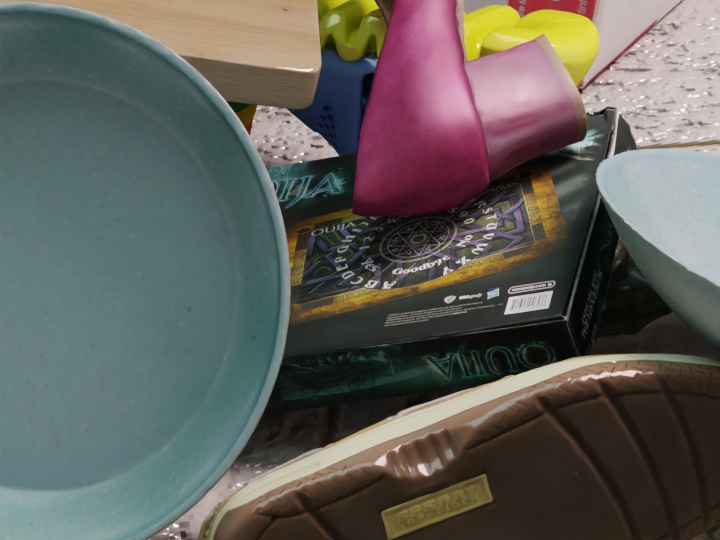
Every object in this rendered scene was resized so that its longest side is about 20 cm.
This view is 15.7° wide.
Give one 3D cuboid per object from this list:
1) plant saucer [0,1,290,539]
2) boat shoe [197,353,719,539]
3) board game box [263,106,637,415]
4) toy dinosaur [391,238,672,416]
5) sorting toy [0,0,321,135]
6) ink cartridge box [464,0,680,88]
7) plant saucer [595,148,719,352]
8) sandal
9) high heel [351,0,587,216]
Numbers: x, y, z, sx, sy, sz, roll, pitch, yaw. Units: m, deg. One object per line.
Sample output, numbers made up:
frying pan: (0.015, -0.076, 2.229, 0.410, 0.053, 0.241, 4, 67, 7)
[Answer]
plant saucer: (-0.118, 0.006, 0.933, 0.199, 0.201, 0.036, -2, -1, 11)
boat shoe: (0.040, 0.066, 0.887, 0.199, 0.072, 0.076, -11, 12, -13)
board game box: (0.000, 0.000, 0.996, 0.199, 0.028, 0.135, -8, 34, 23)
toy dinosaur: (0.080, 0.004, 1.009, 0.199, 0.048, 0.088, -21, 38, -16)
sorting toy: (-0.123, -0.117, 1.038, 0.199, 0.070, 0.199, 7, 36, -9)
ink cartridge box: (0.061, -0.185, 1.261, 0.199, 0.086, 0.148, 26, 42, 19)
plant saucer: (0.172, 0.014, 0.924, 0.200, 0.039, 0.201, 16, 18, -5)
sandal: (0.004, -0.074, 1.114, 0.199, 0.087, 0.079, 12, 22, 29)
high heel: (0.003, -0.102, 1.020, 0.096, 0.068, 0.200, -21, 46, -14)
